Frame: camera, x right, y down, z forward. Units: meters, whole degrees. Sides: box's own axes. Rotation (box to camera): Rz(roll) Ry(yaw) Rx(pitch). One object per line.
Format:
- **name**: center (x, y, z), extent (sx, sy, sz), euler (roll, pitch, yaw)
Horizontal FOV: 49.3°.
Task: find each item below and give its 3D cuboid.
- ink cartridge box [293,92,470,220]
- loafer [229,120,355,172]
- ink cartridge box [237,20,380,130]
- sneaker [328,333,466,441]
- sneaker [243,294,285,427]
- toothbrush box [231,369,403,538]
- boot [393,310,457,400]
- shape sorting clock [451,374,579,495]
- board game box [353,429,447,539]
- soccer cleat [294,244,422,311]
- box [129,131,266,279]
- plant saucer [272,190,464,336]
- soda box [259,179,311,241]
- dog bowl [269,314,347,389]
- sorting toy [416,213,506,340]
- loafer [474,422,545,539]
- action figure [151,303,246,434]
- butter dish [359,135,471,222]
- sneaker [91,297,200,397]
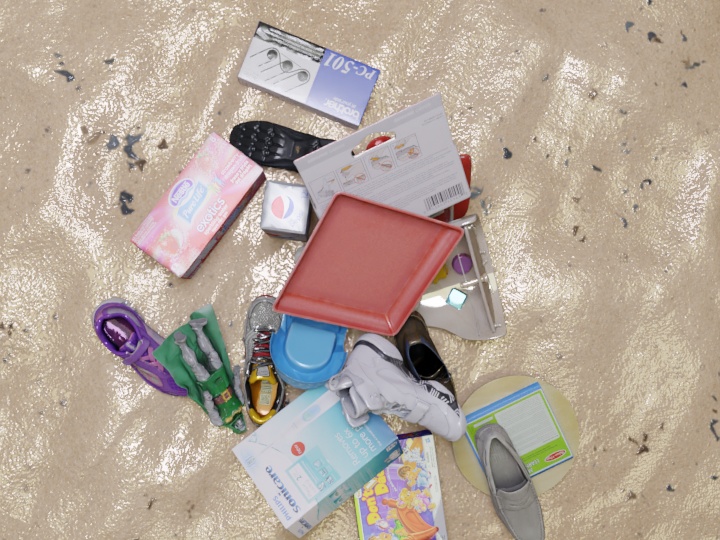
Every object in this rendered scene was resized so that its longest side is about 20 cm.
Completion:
- **ink cartridge box**: center (0.028, -0.127, 1.010), extent (0.200, 0.045, 0.176), euler (-25, 133, 0)
- **loafer**: center (-0.103, -0.180, 1.196), extent (0.200, 0.070, 0.068), euler (14, 86, 13)
- **ink cartridge box**: center (-0.079, -0.299, 1.210), extent (0.200, 0.044, 0.094), euler (22, 89, -4)
- **sneaker**: center (0.048, 0.187, 1.087), extent (0.200, 0.075, 0.115), euler (42, 48, 5)
- **sneaker**: center (-0.138, 0.137, 1.177), extent (0.078, 0.082, 0.201), euler (-2, 88, -4)
- **toothbrush box**: center (-0.061, 0.263, 1.142), extent (0.200, 0.085, 0.146), euler (-37, 62, -9)
- **boot**: center (0.099, 0.164, 1.171), extent (0.075, 0.097, 0.200), euler (-23, 107, 4)
- **shape sorting clock**: center (0.242, 0.261, 1.225), extent (0.199, 0.039, 0.201), euler (0, 93, 0)
- **board game box**: center (0.057, 0.357, 1.206), extent (0.134, 0.045, 0.201), euler (-8, 89, -4)
- **soccer cleat**: center (0.000, 0.000, 1.150), extent (0.200, 0.078, 0.069), euler (23, 50, 2)
- **box**: center (-0.237, -0.093, 1.164), extent (0.095, 0.103, 0.200), euler (37, 87, -3)
- **plant saucer**: center (0.006, -0.010, 1.044), extent (0.199, 0.037, 0.200), euler (14, 122, -28)
- **soda box**: center (-0.103, -0.081, 1.125), extent (0.063, 0.200, 0.068), euler (8, 89, -3)
- **dog bowl**: center (-0.068, 0.085, 1.158), extent (0.111, 0.050, 0.200), euler (15, 56, -2)
- **sorting toy**: center (0.110, 0.010, 1.190), extent (0.180, 0.107, 0.200), euler (-13, 115, 12)
- **loafer**: center (0.225, 0.327, 1.174), extent (0.070, 0.070, 0.200), euler (-25, 93, 1)
- **action figure**: center (-0.215, 0.164, 1.159), extent (0.118, 0.055, 0.200), euler (-42, 125, -33)
- **butter dish**: center (0.052, -0.135, 1.167), extent (0.199, 0.200, 0.148), euler (-21, 66, -2)
- **sneaker**: center (-0.319, 0.120, 1.160), extent (0.200, 0.088, 0.081), euler (39, 84, -6)
